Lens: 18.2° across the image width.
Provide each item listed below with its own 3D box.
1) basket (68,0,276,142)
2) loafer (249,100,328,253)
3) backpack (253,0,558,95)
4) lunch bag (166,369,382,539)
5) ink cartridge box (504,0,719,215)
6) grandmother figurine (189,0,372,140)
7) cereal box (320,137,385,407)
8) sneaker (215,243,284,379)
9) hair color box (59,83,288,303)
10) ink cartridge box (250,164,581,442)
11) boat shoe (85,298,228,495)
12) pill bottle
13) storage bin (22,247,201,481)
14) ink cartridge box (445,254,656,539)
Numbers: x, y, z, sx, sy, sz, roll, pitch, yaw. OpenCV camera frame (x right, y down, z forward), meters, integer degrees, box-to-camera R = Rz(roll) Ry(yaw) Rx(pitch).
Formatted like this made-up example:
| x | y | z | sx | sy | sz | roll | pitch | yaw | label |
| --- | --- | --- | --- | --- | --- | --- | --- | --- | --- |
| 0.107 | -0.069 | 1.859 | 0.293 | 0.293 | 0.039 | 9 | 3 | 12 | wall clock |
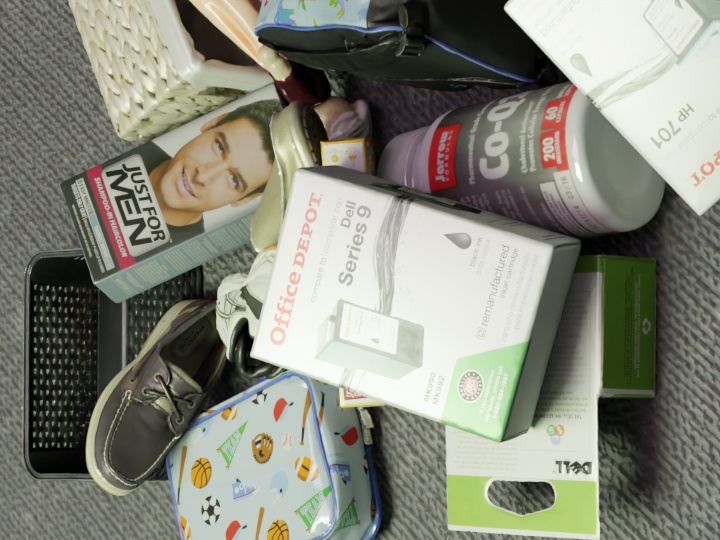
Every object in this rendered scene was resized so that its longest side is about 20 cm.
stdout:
| x | y | z | sx | sy | sz | roll | pitch | yaw | label |
| --- | --- | --- | --- | --- | --- | --- | --- | --- | --- |
| -0.154 | -0.215 | 1.894 | 0.123 | 0.135 | 0.201 | -38 | 63 | 38 | basket |
| -0.054 | -0.044 | 1.766 | 0.076 | 0.068 | 0.201 | -87 | -8 | -50 | loafer |
| 0.030 | -0.215 | 1.698 | 0.199 | 0.182 | 0.148 | 5 | 83 | 49 | backpack |
| -0.069 | 0.166 | 1.830 | 0.199 | 0.075 | 0.161 | -28 | 66 | 38 | lunch bag |
| 0.222 | -0.163 | 1.526 | 0.200 | 0.086 | 0.146 | 47 | 120 | 3 | ink cartridge box |
| -0.062 | -0.170 | 1.808 | 0.060 | 0.121 | 0.200 | -36 | 97 | 26 | grandmother figurine |
| 0.000 | 0.000 | 1.725 | 0.039 | 0.144 | 0.201 | -4 | 92 | 4 | cereal box |
| -0.084 | 0.048 | 1.772 | 0.200 | 0.075 | 0.088 | 125 | 168 | -67 | sneaker |
| -0.137 | -0.063 | 1.854 | 0.199 | 0.061 | 0.099 | -25 | 68 | 5 | hair color box |
| 0.037 | 0.021 | 1.590 | 0.199 | 0.084 | 0.147 | 17 | 99 | 18 | ink cartridge box |
| -0.160 | 0.096 | 1.856 | 0.065 | 0.072 | 0.200 | -28 | 24 | 50 | boat shoe |
| 0.115 | -0.072 | 1.652 | 0.199 | 0.114 | 0.115 | -11 | 80 | 41 | pill bottle |
| -0.216 | 0.082 | 1.955 | 0.135 | 0.093 | 0.201 | -4 | 84 | 42 | storage bin |
| 0.137 | 0.091 | 1.647 | 0.147 | 0.076 | 0.201 | -2 | 87 | 41 | ink cartridge box |
